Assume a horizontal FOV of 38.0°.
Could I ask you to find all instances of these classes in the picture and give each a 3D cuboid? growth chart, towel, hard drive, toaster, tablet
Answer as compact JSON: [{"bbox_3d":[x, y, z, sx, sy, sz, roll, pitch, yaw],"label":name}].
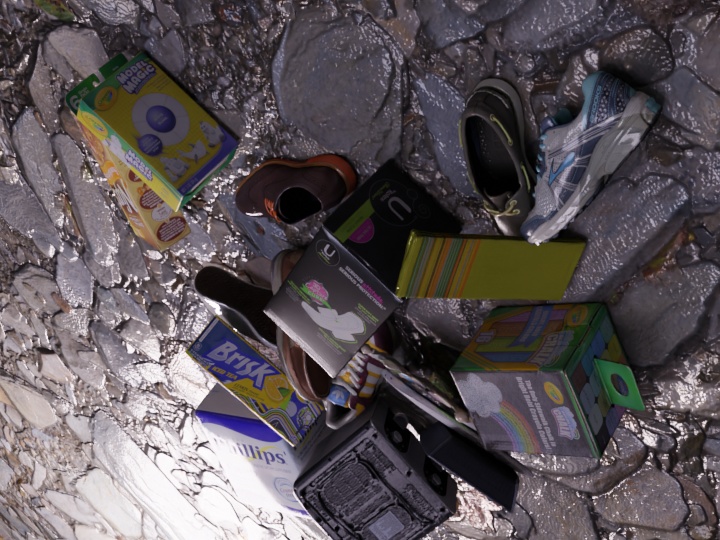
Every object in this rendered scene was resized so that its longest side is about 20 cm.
[{"bbox_3d":[0.084,0.149,1.298,0.199,0.018,0.144,33,178,41],"label":"growth chart"},{"bbox_3d":[0.136,-0.004,1.103,0.196,0.018,0.087,1,132,-18],"label":"towel"},{"bbox_3d":[0.139,0.240,1.317,0.134,0.043,0.200,34,179,3],"label":"hard drive"},{"bbox_3d":[0.019,0.307,1.472,0.200,0.119,0.181,-41,96,21],"label":"toaster"},{"bbox_3d":[0.119,0.192,1.315,0.199,0.014,0.130,36,177,-18],"label":"tablet"}]

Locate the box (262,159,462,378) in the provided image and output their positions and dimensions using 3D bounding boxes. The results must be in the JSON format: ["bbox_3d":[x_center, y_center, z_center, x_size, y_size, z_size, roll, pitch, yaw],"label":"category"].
[{"bbox_3d":[0.000,0.000,1.225,0.124,0.149,0.200,42,141,1],"label":"box"}]

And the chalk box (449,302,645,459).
[{"bbox_3d":[0.225,0.121,1.169,0.197,0.124,0.126,-4,122,41],"label":"chalk box"}]

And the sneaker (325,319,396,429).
[{"bbox_3d":[-0.006,0.134,1.397,0.074,0.090,0.202,26,138,19],"label":"sneaker"}]

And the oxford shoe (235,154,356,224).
[{"bbox_3d":[-0.097,-0.093,1.283,0.198,0.073,0.072,-11,119,45],"label":"oxford shoe"}]

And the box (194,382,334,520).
[{"bbox_3d":[-0.132,0.268,1.613,0.181,0.105,0.203,2,126,38],"label":"box"}]

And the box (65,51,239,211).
[{"bbox_3d":[-0.261,-0.184,1.303,0.199,0.118,0.048,41,147,1],"label":"box"}]

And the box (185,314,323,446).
[{"bbox_3d":[-0.148,0.152,1.451,0.199,0.070,0.064,41,171,-3],"label":"box"}]

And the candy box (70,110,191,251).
[{"bbox_3d":[-0.310,-0.134,1.411,0.115,0.055,0.203,27,144,57],"label":"candy box"}]

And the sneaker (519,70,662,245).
[{"bbox_3d":[0.207,-0.111,1.020,0.086,0.077,0.201,42,131,9],"label":"sneaker"}]

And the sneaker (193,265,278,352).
[{"bbox_3d":[-0.144,0.064,1.482,0.198,0.073,0.085,32,160,14],"label":"sneaker"}]

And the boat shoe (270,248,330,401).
[{"bbox_3d":[-0.066,0.070,1.362,0.071,0.075,0.204,-10,93,33],"label":"boat shoe"}]

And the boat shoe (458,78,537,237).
[{"bbox_3d":[0.147,-0.094,1.086,0.071,0.060,0.204,4,127,34],"label":"boat shoe"}]
